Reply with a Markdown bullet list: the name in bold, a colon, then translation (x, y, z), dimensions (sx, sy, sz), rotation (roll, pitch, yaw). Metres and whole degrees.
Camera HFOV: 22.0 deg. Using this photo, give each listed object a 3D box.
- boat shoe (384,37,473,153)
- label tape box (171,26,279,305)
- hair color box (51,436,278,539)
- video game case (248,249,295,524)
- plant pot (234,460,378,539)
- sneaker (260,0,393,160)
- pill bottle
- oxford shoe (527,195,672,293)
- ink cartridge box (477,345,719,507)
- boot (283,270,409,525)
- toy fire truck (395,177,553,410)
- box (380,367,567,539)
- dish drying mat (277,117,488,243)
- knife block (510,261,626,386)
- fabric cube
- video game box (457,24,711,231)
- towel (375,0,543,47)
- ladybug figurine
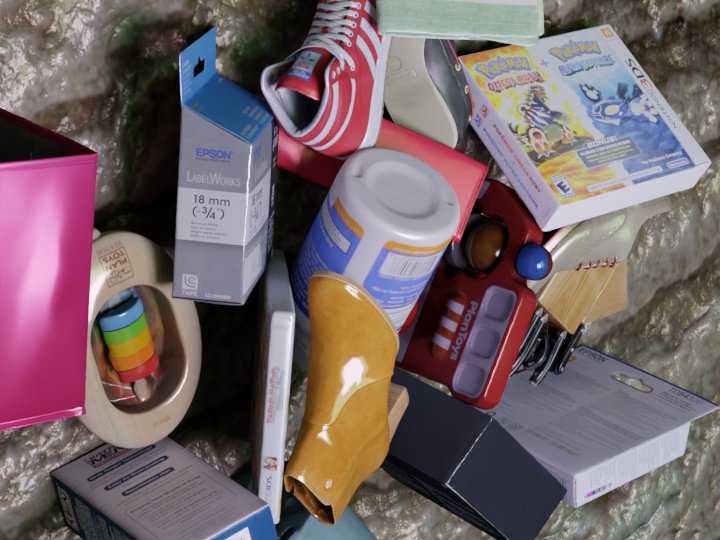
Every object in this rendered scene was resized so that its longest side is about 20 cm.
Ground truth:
- **boat shoe**: translation (0.045, -0.199, 1.660), dimensions (0.063, 0.074, 0.202), rotation (-54, 129, -50)
- **label tape box**: translation (-0.108, -0.088, 1.519), dimensions (0.063, 0.144, 0.200), rotation (5, 107, 5)
- **hair color box**: translation (-0.162, 0.203, 1.533), dimensions (0.100, 0.200, 0.061), rotation (-27, 121, -28)
- **video game case**: translation (-0.077, 0.094, 1.582), dimensions (0.023, 0.200, 0.182), rotation (3, 105, -6)
- **plant pot**: translation (-0.051, 0.290, 1.672), dimensions (0.200, 0.200, 0.196), rotation (-44, 120, -19)
- **sneaker**: translation (-0.027, -0.197, 1.559), dimensions (0.112, 0.071, 0.200), rotation (6, 84, -59)
- **pill bottle**: translation (0.000, 0.000, 1.616), dimensions (0.112, 0.112, 0.200), rotation (-10, 143, -36)
- **oxford shoe**: translation (0.219, -0.026, 1.774), dimensions (0.200, 0.071, 0.074), rotation (-41, 95, -10)
- **ink cartridge box**: translation (0.215, 0.149, 1.825), dimensions (0.200, 0.196, 0.043), rotation (-18, 117, -33)
- **boot**: translation (-0.024, 0.111, 1.541), dimensions (0.144, 0.071, 0.201), rotation (-57, 143, -31)
- **toy fire truck**: translation (0.102, 0.016, 1.705), dimensions (0.112, 0.168, 0.200), rotation (24, 88, -41)
- **box**: translation (0.072, 0.164, 1.711), dimensions (0.141, 0.200, 0.079), rotation (41, 79, -40)
- **dish drying mat**: translation (0.013, -0.096, 1.642), dimensions (0.200, 0.018, 0.077), rotation (23, 87, -17)
- **knife block**: translation (0.183, 0.007, 1.838), dimensions (0.175, 0.064, 0.200), rotation (-17, 115, -35)
- **fabric cube**: translation (-0.323, -0.005, 1.337), dimensions (0.196, 0.200, 0.200), rotation (-10, 113, -37)
- **video game box**: translation (0.204, -0.139, 1.739), dimensions (0.200, 0.182, 0.047), rotation (-17, 151, -35)
- **towel**: translation (0.082, -0.293, 1.596), dimensions (0.152, 0.023, 0.200), rotation (2, 76, -17)
- **ladybug figurine**: translation (-0.203, 0.051, 1.534), dimensions (0.136, 0.072, 0.200), rotation (-26, 120, -31)
